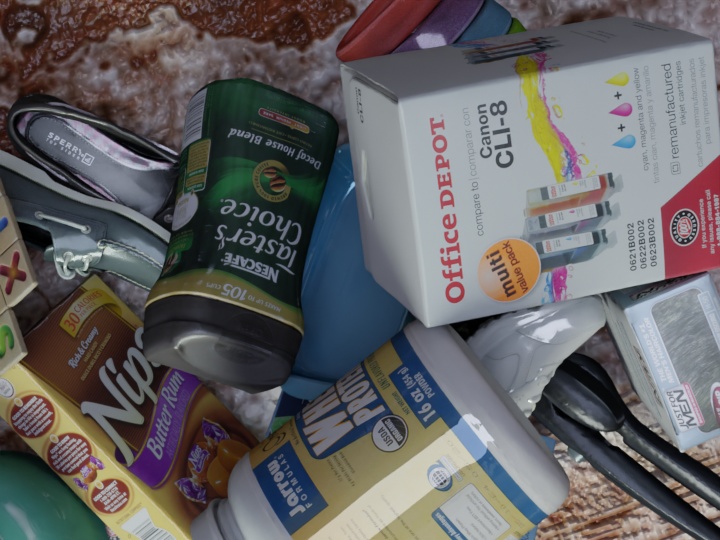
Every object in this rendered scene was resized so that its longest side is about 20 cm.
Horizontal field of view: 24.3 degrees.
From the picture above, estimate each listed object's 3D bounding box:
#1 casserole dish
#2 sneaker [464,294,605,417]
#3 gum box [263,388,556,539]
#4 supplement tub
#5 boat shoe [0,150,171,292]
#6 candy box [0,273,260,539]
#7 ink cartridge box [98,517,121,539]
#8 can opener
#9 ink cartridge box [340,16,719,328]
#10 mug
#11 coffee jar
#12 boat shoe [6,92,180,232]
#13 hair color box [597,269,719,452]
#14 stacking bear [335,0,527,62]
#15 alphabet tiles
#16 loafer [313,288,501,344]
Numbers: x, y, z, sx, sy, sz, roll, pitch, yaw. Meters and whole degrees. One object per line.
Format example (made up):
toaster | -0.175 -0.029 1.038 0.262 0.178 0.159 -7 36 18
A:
casserole dish | 0.000 0.000 1.155 0.121 0.039 0.200 9 74 35
sneaker | 0.091 0.091 1.122 0.200 0.078 0.099 -35 81 14
gum box | 0.023 0.162 1.159 0.200 0.170 0.045 19 142 0
supplement tub | 0.011 0.139 1.021 0.200 0.145 0.145 -39 95 3
boat shoe | -0.204 -0.018 1.171 0.200 0.073 0.062 26 60 4
candy box | -0.159 0.111 1.169 0.200 0.117 0.056 45 127 -4
ink cartridge box | -0.205 0.252 1.216 0.200 0.067 0.116 -43 93 6
can opener | 0.190 0.130 1.179 0.200 0.079 0.063 41 114 0
ink cartridge box | 0.103 -0.066 1.035 0.200 0.145 0.146 -12 107 -11
mug | -0.243 0.207 1.123 0.185 0.114 0.152 21 92 9
coffee jar | -0.081 -0.022 1.125 0.104 0.085 0.200 20 67 -27
boat shoe | -0.162 -0.063 1.180 0.200 0.057 0.067 28 96 -2
hair color box | 0.205 0.044 1.114 0.061 0.200 0.099 -23 97 4
stacking bear | 0.091 -0.120 1.147 0.200 0.121 0.114 43 94 -12
alphabet tiles | -0.291 0.013 1.147 0.200 0.006 0.167 -37 68 37
loafer | 0.058 0.017 1.191 0.200 0.073 0.072 -16 58 10
